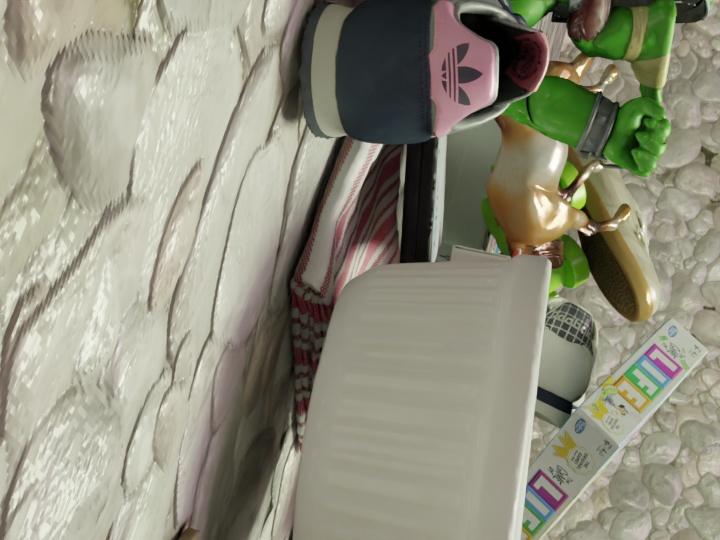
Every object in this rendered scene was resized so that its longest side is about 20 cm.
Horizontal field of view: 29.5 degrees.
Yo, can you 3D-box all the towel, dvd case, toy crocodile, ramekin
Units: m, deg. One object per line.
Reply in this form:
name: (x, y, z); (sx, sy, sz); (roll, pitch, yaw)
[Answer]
towel: (0.000, 0.000, 0.721); (0.201, 0.030, 0.148); (91, 15, -58)
dvd case: (0.039, -0.077, 0.762); (0.200, 0.017, 0.145); (-46, 140, -82)
toy crocodile: (0.119, -0.028, 0.977); (0.067, 0.062, 0.201); (-30, 139, -17)
ramekin: (0.030, 0.088, 0.629); (0.202, 0.093, 0.205); (8, 90, -81)

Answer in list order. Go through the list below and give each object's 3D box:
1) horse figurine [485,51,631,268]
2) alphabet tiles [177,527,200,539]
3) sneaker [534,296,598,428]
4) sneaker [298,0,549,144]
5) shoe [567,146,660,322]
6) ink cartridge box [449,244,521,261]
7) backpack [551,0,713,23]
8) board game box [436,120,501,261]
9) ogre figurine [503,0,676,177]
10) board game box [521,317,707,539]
horse figurine: (0.119, -0.078, 0.868); (0.131, 0.050, 0.203); (-19, 122, -34)
alphabet tiles: (-0.095, 0.205, 0.507); (0.167, 0.007, 0.203); (-45, 149, -74)
sneaker: (0.139, 0.061, 0.977); (0.200, 0.076, 0.081); (-4, 117, -86)
sneaker: (0.048, -0.089, 0.584); (0.200, 0.081, 0.071); (-38, 129, -61)
shoe: (0.179, -0.053, 0.999); (0.070, 0.053, 0.202); (78, -7, -57)
ink cartridge box: (0.058, 0.086, 0.860); (0.176, 0.044, 0.203); (46, 56, -83)
backpack: (0.177, -0.258, 0.977); (0.200, 0.175, 0.153); (-6, 108, -71)
board game box: (0.089, -0.070, 1.097); (0.200, 0.063, 0.149); (65, 41, -78)
ogre figurine: (0.109, -0.159, 0.736); (0.098, 0.118, 0.203); (-86, 179, -77)
board game box: (0.139, 0.132, 0.908); (0.134, 0.034, 0.201); (-34, 161, -46)
